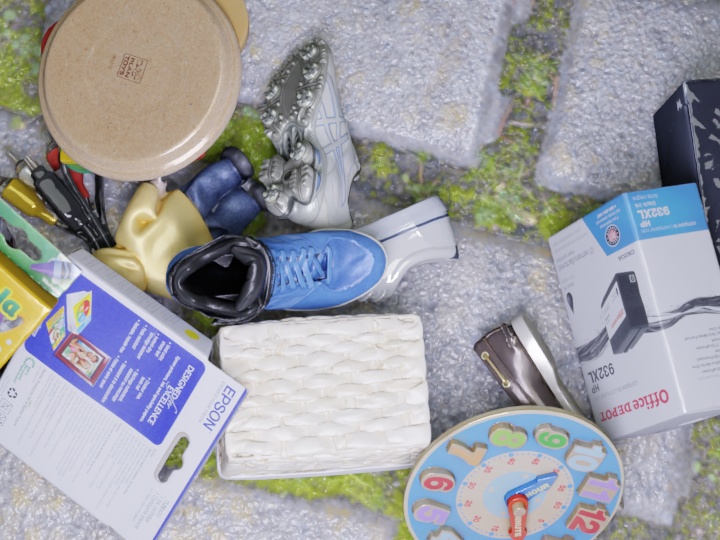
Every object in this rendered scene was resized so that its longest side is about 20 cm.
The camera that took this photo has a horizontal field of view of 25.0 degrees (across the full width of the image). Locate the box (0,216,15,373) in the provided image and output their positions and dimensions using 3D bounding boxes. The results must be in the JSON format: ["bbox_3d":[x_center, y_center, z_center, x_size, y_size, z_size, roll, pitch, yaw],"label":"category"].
[{"bbox_3d":[-0.417,0.014,1.446,0.198,0.115,0.134,5,78,-5],"label":"box"}]

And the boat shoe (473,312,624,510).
[{"bbox_3d":[0.175,0.140,1.491,0.059,0.072,0.201,-30,89,11],"label":"boat shoe"}]

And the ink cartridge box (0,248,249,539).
[{"bbox_3d":[-0.216,0.116,1.424,0.199,0.047,0.198,35,112,5],"label":"ink cartridge box"}]

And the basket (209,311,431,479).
[{"bbox_3d":[-0.036,0.112,1.451,0.198,0.123,0.137,-4,80,-5],"label":"basket"}]

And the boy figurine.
[{"bbox_3d":[-0.172,-0.024,1.480,0.200,0.064,0.125,-40,111,-16],"label":"boy figurine"}]

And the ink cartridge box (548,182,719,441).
[{"bbox_3d":[0.259,0.041,1.462,0.083,0.145,0.202,-8,78,-26],"label":"ink cartridge box"}]

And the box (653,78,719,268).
[{"bbox_3d":[0.393,-0.075,1.518,0.198,0.117,0.199,-5,81,-6],"label":"box"}]

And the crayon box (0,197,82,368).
[{"bbox_3d":[-0.345,0.037,1.352,0.126,0.052,0.200,42,94,-8],"label":"crayon box"}]

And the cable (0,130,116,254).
[{"bbox_3d":[-0.254,-0.043,1.515,0.097,0.050,0.201,-38,97,-19],"label":"cable"}]

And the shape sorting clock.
[{"bbox_3d":[0.136,0.199,1.431,0.198,0.201,0.039,-9,39,-6],"label":"shape sorting clock"}]

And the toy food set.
[{"bbox_3d":[-0.201,-0.178,1.469,0.196,0.049,0.202,2,80,10],"label":"toy food set"}]

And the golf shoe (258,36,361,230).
[{"bbox_3d":[-0.041,-0.121,1.523,0.097,0.078,0.202,33,50,-39],"label":"golf shoe"}]

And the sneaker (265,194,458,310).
[{"bbox_3d":[0.000,0.000,1.500,0.199,0.073,0.071,-25,86,-5],"label":"sneaker"}]

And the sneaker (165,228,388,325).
[{"bbox_3d":[-0.070,0.004,1.403,0.198,0.111,0.078,-1,96,-5],"label":"sneaker"}]
